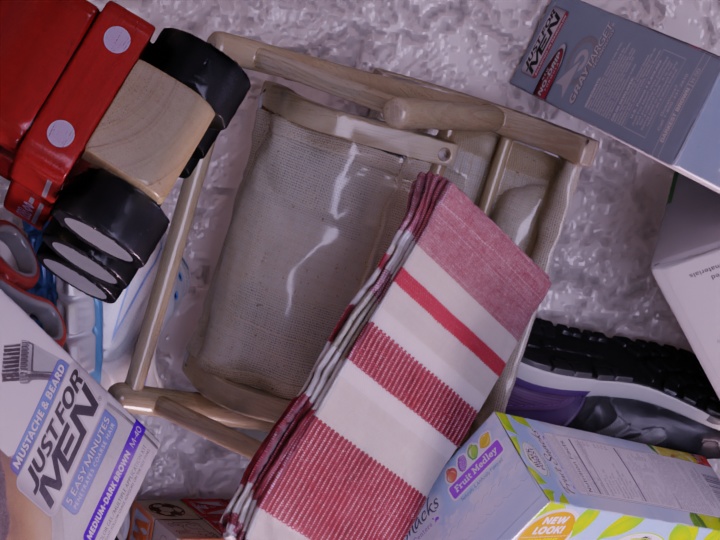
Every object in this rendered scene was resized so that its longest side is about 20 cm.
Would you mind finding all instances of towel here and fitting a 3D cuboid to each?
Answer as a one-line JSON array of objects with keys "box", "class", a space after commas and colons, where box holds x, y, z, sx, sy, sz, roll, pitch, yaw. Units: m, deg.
[{"box": [0.015, 0.063, 1.124, 0.201, 0.023, 0.144, -59, 147, -6], "class": "towel"}]

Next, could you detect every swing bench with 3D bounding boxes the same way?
[{"box": [0.000, 0.000, 1.196, 0.199, 0.129, 0.201, 7, 103, -55], "class": "swing bench"}]

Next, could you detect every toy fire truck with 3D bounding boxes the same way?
[{"box": [-0.157, -0.098, 1.037, 0.199, 0.176, 0.129, 31, 77, -6], "class": "toy fire truck"}]

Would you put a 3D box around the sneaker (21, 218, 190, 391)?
[{"box": [-0.128, -0.018, 1.192, 0.086, 0.075, 0.202, -6, 108, -38], "class": "sneaker"}]

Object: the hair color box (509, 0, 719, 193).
[{"box": [0.167, -0.084, 1.206, 0.098, 0.200, 0.061, 24, 96, -25], "class": "hair color box"}]

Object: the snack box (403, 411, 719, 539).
[{"box": [0.094, 0.165, 1.255, 0.199, 0.068, 0.169, 15, 125, -49], "class": "snack box"}]

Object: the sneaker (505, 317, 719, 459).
[{"box": [0.144, 0.089, 1.329, 0.199, 0.076, 0.088, 15, 114, -20], "class": "sneaker"}]

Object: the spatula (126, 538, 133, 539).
[{"box": [-0.186, 0.180, 1.242, 0.198, 0.021, 0.057, -7, 107, -19], "class": "spatula"}]

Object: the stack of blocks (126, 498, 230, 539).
[{"box": [-0.079, 0.229, 1.268, 0.114, 0.058, 0.202, 2, 104, -31], "class": "stack of blocks"}]

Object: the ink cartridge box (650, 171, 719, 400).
[{"box": [0.248, 0.031, 1.287, 0.087, 0.146, 0.201, -19, 113, 24], "class": "ink cartridge box"}]

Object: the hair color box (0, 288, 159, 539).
[{"box": [-0.188, 0.071, 1.069, 0.200, 0.064, 0.110, 47, 55, -39], "class": "hair color box"}]

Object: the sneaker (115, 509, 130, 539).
[{"box": [-0.214, 0.129, 1.179, 0.198, 0.080, 0.074, 3, 106, -11], "class": "sneaker"}]

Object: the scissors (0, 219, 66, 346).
[{"box": [-0.197, -0.013, 1.078, 0.014, 0.074, 0.200, -25, 154, 16], "class": "scissors"}]
